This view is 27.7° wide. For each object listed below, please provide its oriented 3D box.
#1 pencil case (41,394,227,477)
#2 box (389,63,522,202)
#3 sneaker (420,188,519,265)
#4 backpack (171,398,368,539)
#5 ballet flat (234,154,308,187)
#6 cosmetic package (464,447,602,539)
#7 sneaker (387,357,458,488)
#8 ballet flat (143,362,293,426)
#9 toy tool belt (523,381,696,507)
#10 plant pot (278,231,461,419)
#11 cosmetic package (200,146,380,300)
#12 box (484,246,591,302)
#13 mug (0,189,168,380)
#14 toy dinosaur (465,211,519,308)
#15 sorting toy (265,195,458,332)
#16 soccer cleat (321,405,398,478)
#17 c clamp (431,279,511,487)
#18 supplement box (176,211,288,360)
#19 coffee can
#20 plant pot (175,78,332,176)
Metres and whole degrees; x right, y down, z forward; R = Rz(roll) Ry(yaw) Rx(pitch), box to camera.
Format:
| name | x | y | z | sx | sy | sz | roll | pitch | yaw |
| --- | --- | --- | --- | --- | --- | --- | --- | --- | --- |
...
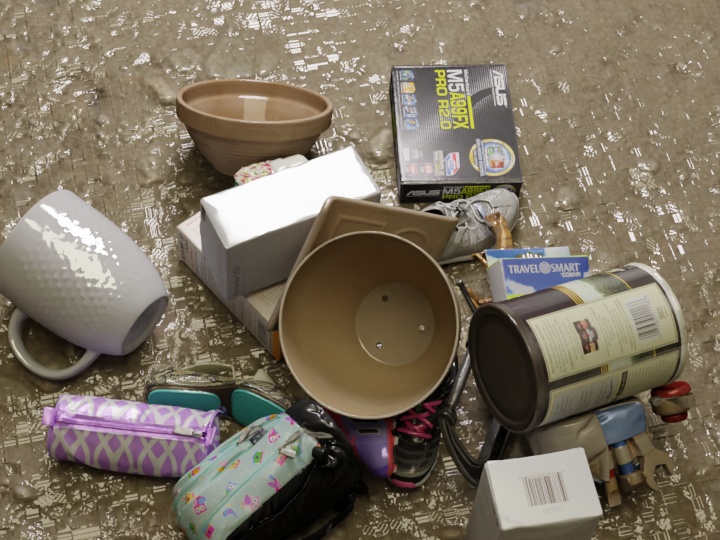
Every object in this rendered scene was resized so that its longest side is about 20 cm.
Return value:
| name | x | y | z | sx | sy | sz | roll | pitch | yaw |
| --- | --- | --- | --- | --- | --- | --- | --- | --- | --- |
| pencil case | -0.254 | 0.188 | 1.653 | 0.199 | 0.086 | 0.084 | 4 | 77 | 2 |
| box | 0.123 | -0.184 | 1.934 | 0.159 | 0.044 | 0.201 | -1 | 58 | -3 |
| sneaker | 0.118 | -0.053 | 1.827 | 0.199 | 0.082 | 0.075 | -28 | 63 | -19 |
| backpack | -0.103 | 0.240 | 1.599 | 0.200 | 0.167 | 0.127 | -38 | 58 | -9 |
| ballet flat | -0.067 | -0.109 | 1.809 | 0.199 | 0.064 | 0.076 | 13 | 27 | -42 |
| cosmetic package | 0.180 | 0.273 | 1.554 | 0.112 | 0.200 | 0.081 | -6 | 59 | -10 |
| sneaker | 0.069 | 0.152 | 1.691 | 0.073 | 0.088 | 0.201 | 15 | 58 | 7 |
| ballet flat | -0.151 | 0.141 | 1.706 | 0.199 | 0.068 | 0.075 | 10 | 42 | 6 |
| toy tool belt | 0.292 | 0.208 | 1.667 | 0.199 | 0.125 | 0.124 | -13 | 96 | -7 |
| plant pot | 0.023 | 0.060 | 1.621 | 0.199 | 0.134 | 0.201 | 0 | 88 | 14 |
| cosmetic package | -0.083 | -0.055 | 1.705 | 0.199 | 0.113 | 0.081 | -23 | 60 | -17 |
| box | 0.223 | 0.062 | 1.737 | 0.121 | 0.048 | 0.201 | -2 | 73 | -20 |
| mug | -0.336 | 0.035 | 1.727 | 0.175 | 0.148 | 0.200 | 36 | 92 | 10 |
| toy dinosaur | 0.188 | 0.025 | 1.786 | 0.106 | 0.060 | 0.201 | -28 | 84 | 8 |
| sorting toy | 0.000 | 0.000 | 1.695 | 0.199 | 0.186 | 0.037 | 6 | 32 | -36 |
| soccer cleat | -0.008 | 0.173 | 1.653 | 0.076 | 0.067 | 0.200 | -3 | 29 | -11 |
| c clamp | 0.126 | 0.139 | 1.672 | 0.027 | 0.171 | 0.200 | -14 | 38 | 34 |
| supplement box | -0.116 | -0.005 | 1.789 | 0.126 | 0.074 | 0.200 | -35 | 65 | -23 |
| coffee can | 0.241 | 0.085 | 1.629 | 0.199 | 0.147 | 0.147 | -14 | 59 | -23 |
| plant pot | -0.137 | -0.176 | 1.864 | 0.200 | 0.093 | 0.201 | 4 | 22 | -2 |
